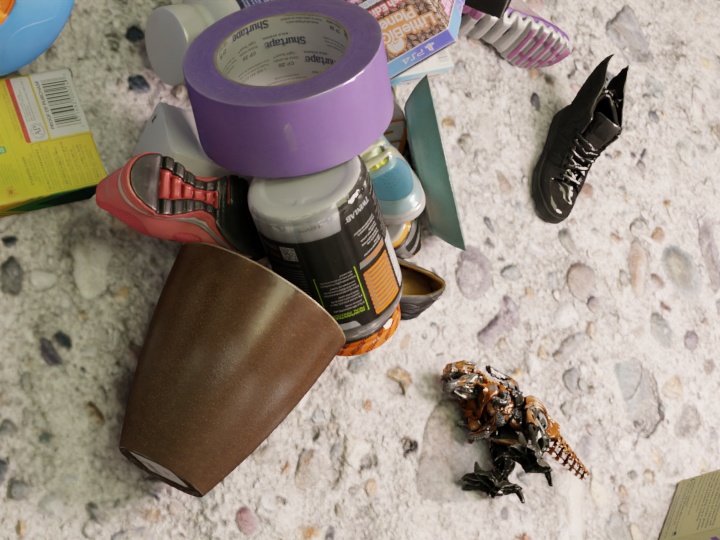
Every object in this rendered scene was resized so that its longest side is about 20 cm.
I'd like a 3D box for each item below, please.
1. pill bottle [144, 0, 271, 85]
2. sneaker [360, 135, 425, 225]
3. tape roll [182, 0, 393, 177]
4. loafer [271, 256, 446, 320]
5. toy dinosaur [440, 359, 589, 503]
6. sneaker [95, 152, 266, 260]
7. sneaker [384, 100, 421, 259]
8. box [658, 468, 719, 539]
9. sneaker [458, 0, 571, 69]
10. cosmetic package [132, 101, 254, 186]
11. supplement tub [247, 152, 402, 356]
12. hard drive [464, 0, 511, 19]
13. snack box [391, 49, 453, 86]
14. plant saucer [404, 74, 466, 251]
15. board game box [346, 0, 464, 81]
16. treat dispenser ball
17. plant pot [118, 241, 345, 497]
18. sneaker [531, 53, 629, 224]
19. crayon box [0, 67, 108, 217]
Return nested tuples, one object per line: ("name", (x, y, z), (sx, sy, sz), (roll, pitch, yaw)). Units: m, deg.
("pill bottle", (-0.125, -0.254, 1.696), (0.199, 0.111, 0.112), (-17, 83, -37))
("sneaker", (-0.007, -0.143, 1.679), (0.079, 0.131, 0.200), (-33, 53, -11))
("tape roll", (-0.070, -0.183, 1.558), (0.200, 0.199, 0.085), (-45, 139, -37))
("loafer", (0.000, 0.000, 1.709), (0.199, 0.072, 0.073), (11, 68, -29))
("toy dinosaur", (0.175, 0.174, 1.755), (0.199, 0.102, 0.136), (18, 44, -4))
("sneaker", (-0.172, -0.060, 1.548), (0.200, 0.086, 0.074), (25, 62, -43))
("sneaker", (0.029, -0.100, 1.774), (0.077, 0.078, 0.201), (44, 38, -53))
("box", (0.482, 0.310, 1.839), (0.176, 0.200, 0.097), (39, 56, -15))
("sneaker", (0.176, -0.318, 1.949), (0.199, 0.080, 0.089), (20, 55, -26))
("cosmetic package", (-0.125, -0.093, 1.634), (0.199, 0.071, 0.102), (18, 27, -28))
("supplement tub", (-0.029, -0.017, 1.579), (0.123, 0.122, 0.201), (-54, 141, -35))
("hard drive", (0.134, -0.382, 1.903), (0.139, 0.038, 0.200), (24, 40, 2))
("snack box", (0.025, -0.317, 1.867), (0.116, 0.037, 0.201), (-15, 82, -38))
("plant saucer", (0.080, -0.116, 1.766), (0.036, 0.200, 0.201), (-13, 77, 5))
("board game box", (0.020, -0.336, 1.725), (0.200, 0.096, 0.160), (53, 25, -21))
("treat dispenser ball", (-0.366, -0.280, 1.486), (0.200, 0.201, 0.202), (13, 66, -30))
("plant pot", (-0.142, 0.108, 1.525), (0.187, 0.187, 0.201), (36, 72, -18))
("sneaker", (0.272, -0.159, 1.933), (0.060, 0.104, 0.201), (29, 59, -23))
("crayon box", (-0.356, -0.117, 1.526), (0.199, 0.051, 0.128), (-15, 81, -37))
